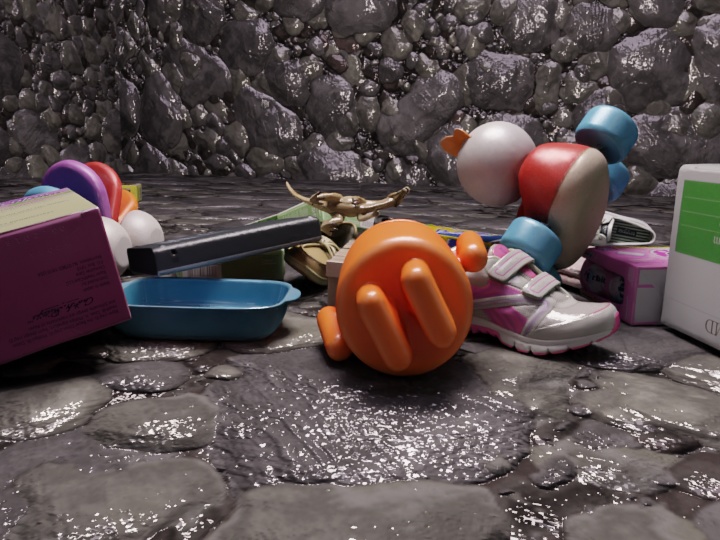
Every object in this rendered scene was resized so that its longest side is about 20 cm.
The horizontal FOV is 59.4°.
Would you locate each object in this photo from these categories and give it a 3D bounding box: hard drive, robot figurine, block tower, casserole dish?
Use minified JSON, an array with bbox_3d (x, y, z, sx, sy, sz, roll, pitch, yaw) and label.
[{"bbox_3d":[-0.162,-0.031,0.749,0.197,0.034,0.139,-15,9,-30],"label":"hard drive"},{"bbox_3d":[0.034,0.018,0.556,0.115,0.146,0.200,23,12,-3],"label":"robot figurine"},{"bbox_3d":[0.000,0.000,0.793,0.053,0.059,0.200,3,10,8],"label":"block tower"},{"bbox_3d":[-0.158,0.038,0.630,0.196,0.040,0.121,2,11,1],"label":"casserole dish"}]

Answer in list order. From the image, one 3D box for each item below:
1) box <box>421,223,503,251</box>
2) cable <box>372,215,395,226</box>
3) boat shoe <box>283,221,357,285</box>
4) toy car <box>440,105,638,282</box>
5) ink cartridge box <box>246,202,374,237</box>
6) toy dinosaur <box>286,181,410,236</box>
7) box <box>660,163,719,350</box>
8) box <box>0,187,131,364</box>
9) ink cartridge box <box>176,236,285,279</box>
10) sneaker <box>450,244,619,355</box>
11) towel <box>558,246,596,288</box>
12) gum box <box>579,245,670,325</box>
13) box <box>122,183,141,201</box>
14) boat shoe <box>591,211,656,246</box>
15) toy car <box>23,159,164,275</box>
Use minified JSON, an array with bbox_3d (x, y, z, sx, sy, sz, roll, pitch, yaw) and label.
[{"bbox_3d":[0.115,-0.020,0.862,0.064,0.072,0.198,-12,17,-42],"label":"box"},{"bbox_3d":[0.067,-0.013,0.800,0.096,0.051,0.199,-14,31,-37],"label":"cable"},{"bbox_3d":[-0.047,-0.031,0.859,0.073,0.064,0.200,35,14,8],"label":"boat shoe"},{"bbox_3d":[0.182,-0.103,0.737,0.199,0.186,0.177,33,-8,27],"label":"toy car"},{"bbox_3d":[-0.084,-0.068,1.046,0.198,0.049,0.144,-17,-14,39],"label":"ink cartridge box"},{"bbox_3d":[-0.032,-0.088,0.876,0.196,0.059,0.101,4,17,20],"label":"toy dinosaur"},{"bbox_3d":[0.425,-0.007,0.580,0.196,0.175,0.199,-1,12,-7],"label":"box"},{"bbox_3d":[-0.314,0.004,0.542,0.174,0.099,0.199,-20,21,-27],"label":"box"},{"bbox_3d":[-0.186,-0.028,0.929,0.142,0.049,0.200,-1,14,-9],"label":"ink cartridge box"},{"bbox_3d":[0.149,0.022,0.613,0.197,0.090,0.081,8,13,29],"label":"sneaker"},{"bbox_3d":[0.333,-0.005,0.916,0.196,0.033,0.190,-4,12,-26],"label":"towel"},{"bbox_3d":[0.367,0.014,0.736,0.196,0.068,0.114,-1,13,-9],"label":"gum box"},{"bbox_3d":[-0.725,-0.221,1.779,0.196,0.051,0.075,-1,12,-10],"label":"box"},{"bbox_3d":[0.459,-0.083,1.196,0.196,0.075,0.067,2,9,1],"label":"boat shoe"},{"bbox_3d":[-0.371,-0.070,0.843,0.171,0.153,0.200,4,12,11],"label":"toy car"}]
